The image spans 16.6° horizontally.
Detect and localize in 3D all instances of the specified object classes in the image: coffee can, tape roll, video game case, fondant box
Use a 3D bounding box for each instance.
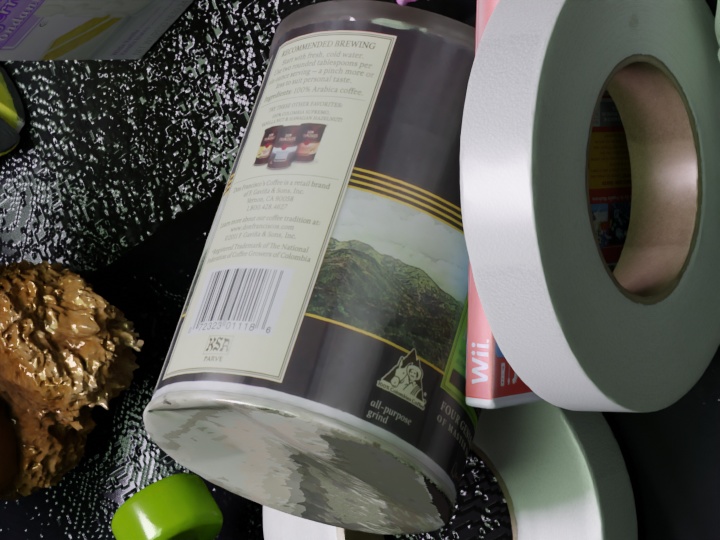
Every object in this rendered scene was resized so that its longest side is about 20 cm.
[{"bbox_3d":[0.000,0.000,1.128,0.146,0.146,0.201,3,64,35],"label":"coffee can"},{"bbox_3d":[0.040,0.125,1.216,0.202,0.037,0.204,3,95,35],"label":"tape roll"},{"bbox_3d":[0.096,-0.045,1.109,0.017,0.143,0.201,5,96,37],"label":"video game case"},{"bbox_3d":[0.109,-0.040,1.066,0.037,0.202,0.204,-2,92,35],"label":"tape roll"},{"bbox_3d":[-0.145,-0.169,1.234,0.144,0.200,0.058,-43,70,30],"label":"fondant box"}]

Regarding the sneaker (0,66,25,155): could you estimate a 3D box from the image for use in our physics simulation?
[{"bbox_3d":[-0.270,-0.133,1.399,0.085,0.074,0.201,-38,72,31],"label":"sneaker"}]

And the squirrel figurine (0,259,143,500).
[{"bbox_3d":[-0.220,0.038,1.297,0.142,0.199,0.187,-124,35,-54],"label":"squirrel figurine"}]

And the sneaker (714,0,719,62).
[{"bbox_3d":[0.197,-0.095,1.088,0.071,0.073,0.201,-18,74,43],"label":"sneaker"}]

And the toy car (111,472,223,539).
[{"bbox_3d":[-0.136,0.225,1.236,0.165,0.199,0.158,58,149,21],"label":"toy car"}]

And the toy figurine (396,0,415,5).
[{"bbox_3d":[0.013,-0.192,1.092,0.149,0.200,0.185,-3,50,7],"label":"toy figurine"}]
